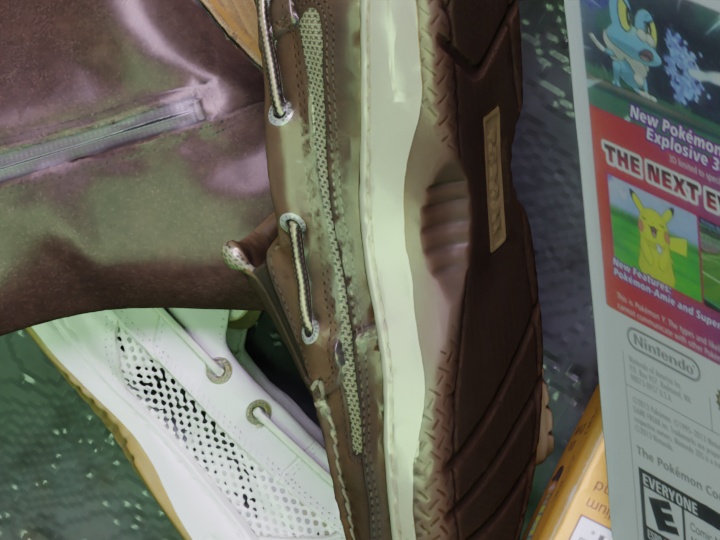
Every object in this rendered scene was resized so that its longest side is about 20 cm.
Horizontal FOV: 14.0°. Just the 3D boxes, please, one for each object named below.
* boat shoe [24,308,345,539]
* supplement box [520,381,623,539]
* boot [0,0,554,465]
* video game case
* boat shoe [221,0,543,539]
[{"bbox_3d":[-0.056,0.017,0.898,0.069,0.071,0.200,-38,90,5],"label":"boat shoe"},{"bbox_3d":[0.086,0.065,0.812,0.069,0.067,0.200,29,85,2],"label":"supplement box"},{"bbox_3d":[-0.049,-0.008,0.848,0.166,0.072,0.200,-25,90,-1],"label":"boot"},{"bbox_3d":[0.122,0.025,0.660,0.200,0.023,0.183,30,137,47],"label":"video game case"},{"bbox_3d":[0.003,-0.002,0.786,0.075,0.075,0.203,6,106,26],"label":"boat shoe"}]
